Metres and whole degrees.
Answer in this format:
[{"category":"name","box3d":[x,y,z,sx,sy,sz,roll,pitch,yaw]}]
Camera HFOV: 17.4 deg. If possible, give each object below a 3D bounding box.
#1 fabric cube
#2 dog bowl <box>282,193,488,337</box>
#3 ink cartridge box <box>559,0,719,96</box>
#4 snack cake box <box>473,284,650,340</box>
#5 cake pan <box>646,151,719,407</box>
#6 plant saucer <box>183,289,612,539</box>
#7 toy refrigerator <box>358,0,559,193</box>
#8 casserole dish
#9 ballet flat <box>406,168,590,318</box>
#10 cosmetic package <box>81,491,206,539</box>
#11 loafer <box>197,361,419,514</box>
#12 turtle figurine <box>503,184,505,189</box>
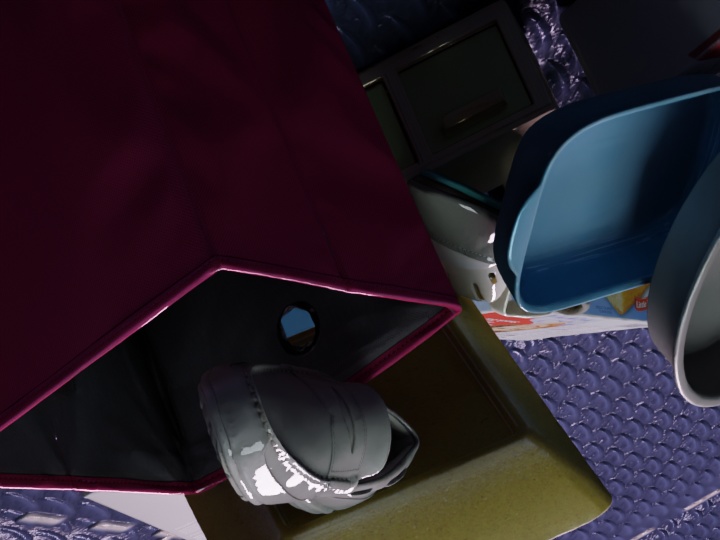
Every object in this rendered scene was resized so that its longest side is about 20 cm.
[{"category":"fabric cube","box3d":[-0.107,-0.025,1.141,0.196,0.201,0.199,-36,154,27]},{"category":"dog bowl","box3d":[0.000,0.000,1.424,0.199,0.112,0.049,-36,167,27]},{"category":"ink cartridge box","box3d":[0.237,-0.143,1.356,0.199,0.084,0.144,4,145,-47]},{"category":"snack cake box","box3d":[0.100,0.004,1.516,0.114,0.068,0.199,-7,173,35]},{"category":"cake pan","box3d":[0.229,-0.017,1.318,0.200,0.037,0.201,-35,144,-30]},{"category":"plant saucer","box3d":[0.003,0.087,1.248,0.199,0.200,0.049,-22,130,-11]},{"category":"toy refrigerator","box3d":[0.012,-0.067,1.322,0.199,0.076,0.070,-26,157,8]},{"category":"casserole dish","box3d":[0.141,-0.047,1.259,0.199,0.039,0.122,-15,131,-38]},{"category":"ballet flat","box3d":[0.082,-0.007,1.319,0.199,0.067,0.064,15,98,-57]},{"category":"cosmetic package","box3d":[-0.122,0.105,1.536,0.090,0.107,0.200,-28,155,13]},{"category":"loafer","box3d":[-0.022,0.073,1.092,0.069,0.070,0.200,-21,167,10]},{"category":"turtle figurine","box3d":[0.159,-0.059,1.405,0.199,0.065,0.161,-6,-171,-37]}]
